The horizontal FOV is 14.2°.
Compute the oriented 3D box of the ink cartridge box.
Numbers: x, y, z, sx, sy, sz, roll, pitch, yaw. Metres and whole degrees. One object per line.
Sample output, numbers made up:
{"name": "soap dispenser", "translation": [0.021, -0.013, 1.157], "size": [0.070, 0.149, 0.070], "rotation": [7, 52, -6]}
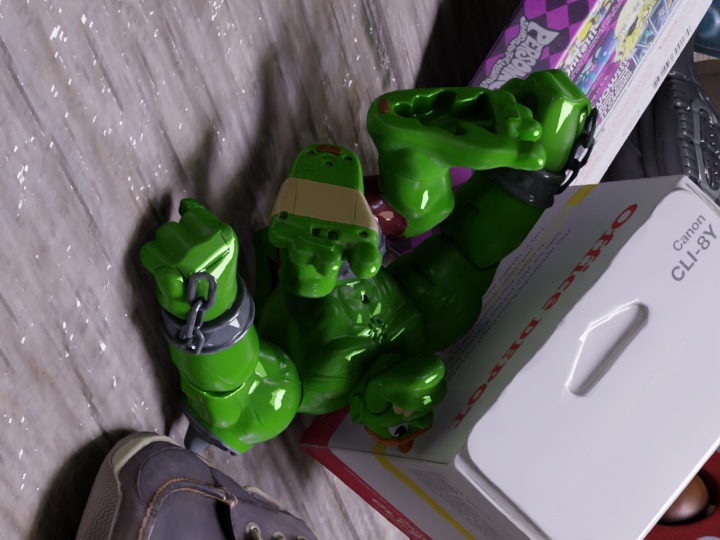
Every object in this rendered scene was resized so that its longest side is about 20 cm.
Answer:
{"name": "ink cartridge box", "translation": [0.074, 0.044, 1.160], "size": [0.145, 0.083, 0.200], "rotation": [-50, -167, -12]}

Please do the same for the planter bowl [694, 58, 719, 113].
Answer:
{"name": "planter bowl", "translation": [0.208, -0.034, 1.649], "size": [0.135, 0.199, 0.201], "rotation": [-98, -175, -46]}

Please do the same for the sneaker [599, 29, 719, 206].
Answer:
{"name": "sneaker", "translation": [0.130, -0.115, 1.479], "size": [0.076, 0.091, 0.201], "rotation": [12, 71, -60]}

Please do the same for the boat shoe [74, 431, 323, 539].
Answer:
{"name": "boat shoe", "translation": [-0.048, 0.105, 1.046], "size": [0.200, 0.073, 0.075], "rotation": [28, 77, -74]}

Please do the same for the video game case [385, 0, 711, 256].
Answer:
{"name": "video game case", "translation": [0.090, -0.074, 1.340], "size": [0.200, 0.036, 0.181], "rotation": [-58, 164, -1]}

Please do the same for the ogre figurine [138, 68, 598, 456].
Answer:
{"name": "ogre figurine", "translation": [0.000, 0.000, 1.069], "size": [0.200, 0.098, 0.120], "rotation": [-47, 159, -44]}

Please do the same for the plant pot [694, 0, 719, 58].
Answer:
{"name": "plant pot", "translation": [0.289, -0.202, 1.751], "size": [0.200, 0.196, 0.196], "rotation": [-31, 135, -57]}

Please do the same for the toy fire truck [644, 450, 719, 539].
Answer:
{"name": "toy fire truck", "translation": [0.152, 0.154, 1.613], "size": [0.200, 0.167, 0.112], "rotation": [-54, 154, -52]}
